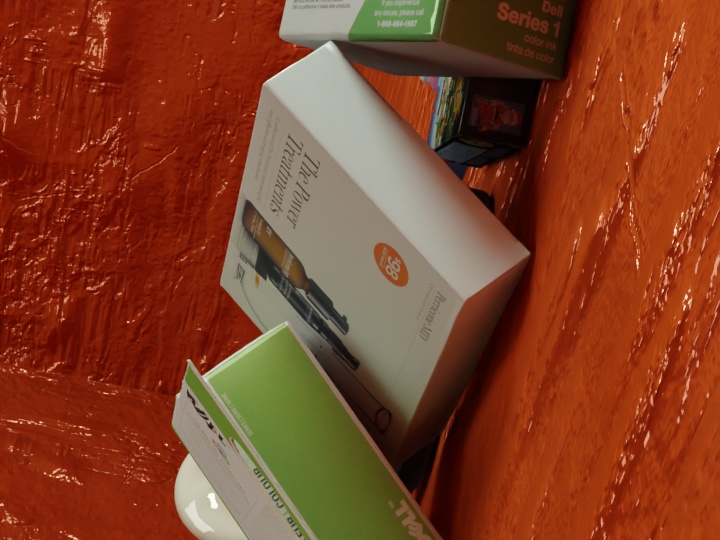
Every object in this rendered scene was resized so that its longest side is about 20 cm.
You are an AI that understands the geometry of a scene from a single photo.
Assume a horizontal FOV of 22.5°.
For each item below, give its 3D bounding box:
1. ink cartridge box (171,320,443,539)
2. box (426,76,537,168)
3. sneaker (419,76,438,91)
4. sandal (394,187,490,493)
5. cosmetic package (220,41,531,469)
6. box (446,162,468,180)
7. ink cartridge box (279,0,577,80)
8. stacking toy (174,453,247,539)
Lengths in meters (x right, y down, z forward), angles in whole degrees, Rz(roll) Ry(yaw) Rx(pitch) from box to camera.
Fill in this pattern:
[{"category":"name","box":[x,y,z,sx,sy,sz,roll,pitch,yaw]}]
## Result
[{"category":"ink cartridge box","box":[-0.024,0.103,0.919,0.076,0.148,0.200,-34,-7,-14]},{"category":"box","box":[0.080,-0.162,1.001,0.137,0.037,0.201,163,119,-85]},{"category":"sneaker","box":[0.033,-0.204,1.128,0.080,0.086,0.201,-51,-25,-49]},{"category":"sandal","box":[0.031,0.042,1.057,0.076,0.043,0.201,-91,14,-70]},{"category":"cosmetic package","box":[0.000,0.000,0.945,0.052,0.151,0.200,-36,-18,-27]},{"category":"box","box":[-0.007,-0.022,1.197,0.200,0.120,0.033,109,172,-58]},{"category":"ink cartridge box","box":[0.047,-0.202,0.900,0.145,0.084,0.201,11,89,56]},{"category":"stacking toy","box":[-0.056,0.217,1.332,0.146,0.145,0.201,-85,-7,-55]}]
